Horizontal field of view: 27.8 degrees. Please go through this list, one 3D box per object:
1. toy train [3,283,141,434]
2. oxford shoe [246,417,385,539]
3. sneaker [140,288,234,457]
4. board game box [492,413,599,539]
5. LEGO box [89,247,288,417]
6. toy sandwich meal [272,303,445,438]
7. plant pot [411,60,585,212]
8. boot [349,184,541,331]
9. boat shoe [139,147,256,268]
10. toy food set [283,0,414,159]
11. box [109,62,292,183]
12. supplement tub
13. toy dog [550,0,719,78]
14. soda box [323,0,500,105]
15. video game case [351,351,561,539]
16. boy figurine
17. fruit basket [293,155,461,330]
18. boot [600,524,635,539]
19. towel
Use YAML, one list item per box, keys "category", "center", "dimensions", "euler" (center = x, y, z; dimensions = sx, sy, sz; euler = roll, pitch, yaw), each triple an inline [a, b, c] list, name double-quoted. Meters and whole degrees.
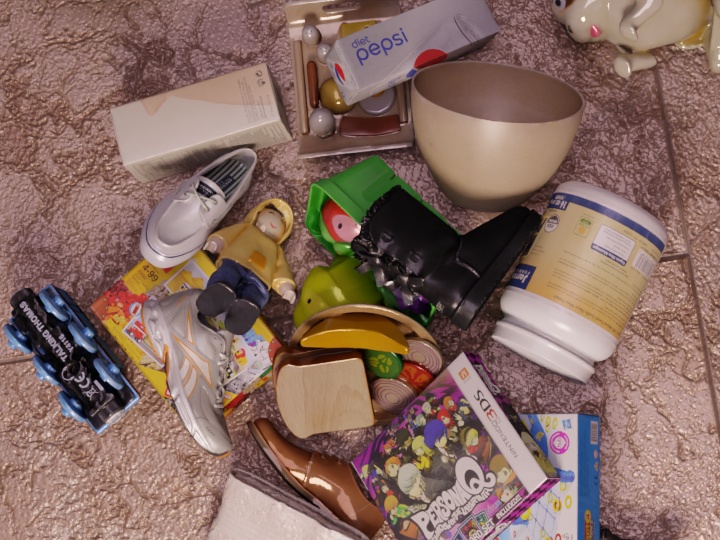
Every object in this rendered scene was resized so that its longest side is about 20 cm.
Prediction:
- category: "toy train"
  center: [-0.340, 0.102, 1.727]
  dimensions: [0.087, 0.114, 0.200]
  euler: [-42, 78, 2]
- category: "oxford shoe"
  center: [-0.051, 0.236, 1.699]
  dimensions: [0.200, 0.071, 0.071]
  euler: [44, 83, 0]
- category: "sneaker"
  center: [-0.176, 0.111, 1.650]
  dimensions: [0.092, 0.076, 0.201]
  euler: [-23, 81, -1]
- category: "board game box"
  center: [0.169, 0.261, 1.627]
  dimensions: [0.195, 0.056, 0.201]
  euler: [-6, 79, 36]
- category: "LEGO box"
  center: [-0.198, 0.074, 1.733]
  dimensions: [0.149, 0.077, 0.200]
  euler: [-42, 79, -1]
- category: "toy sandwich meal"
  center: [-0.004, 0.122, 1.659]
  dimensions: [0.204, 0.206, 0.070]
  euler: [1, 37, 7]
- category: "plant pot"
  center: [0.151, -0.146, 1.688]
  dimensions: [0.199, 0.200, 0.135]
  euler: [10, 117, 8]
- category: "boot"
  center: [0.093, -0.038, 1.616]
  dimensions: [0.162, 0.073, 0.198]
  euler: [34, 55, 8]
- category: "boat shoe"
  center: [-0.190, -0.084, 1.707]
  dimensions: [0.073, 0.067, 0.200]
  euler: [35, 46, -1]
- category: "toy food set"
  center: [-0.015, -0.237, 1.770]
  dimensions: [0.143, 0.060, 0.201]
  euler: [-6, 81, 6]
- category: "box"
  center: [-0.192, -0.177, 1.766]
  dimensions: [0.199, 0.095, 0.078]
  euler: [-15, 78, 3]
- category: "supplement tub"
  center: [0.247, 0.015, 1.656]
  dimensions: [0.144, 0.144, 0.201]
  euler: [27, 84, 10]
- category: "toy dog"
  center: [0.324, -0.325, 1.709]
  dimensions: [0.199, 0.140, 0.195]
  euler: [-3, 68, 6]
- category: "soda box"
  center: [0.061, -0.269, 1.729]
  dimensions: [0.199, 0.063, 0.068]
  euler: [-25, 86, -19]
- category: "video game case"
  center: [0.102, 0.223, 1.625]
  dimensions: [0.200, 0.036, 0.182]
  euler: [-46, 57, 22]
- category: "boy figurine"
  center: [-0.122, -0.009, 1.699]
  dimensions: [0.124, 0.200, 0.064]
  euler: [36, 129, -10]
- category: "fruit basket"
  center: [0.000, 0.000, 1.697]
  dimensions: [0.215, 0.156, 0.217]
  euler: [2, 68, -5]
- category: "boot"
  center: [0.251, 0.270, 1.648]
  dimensions: [0.199, 0.069, 0.175]
  euler: [-10, 80, 14]
- category: "towel"
  center: [-0.082, 0.325, 1.673]
  dimensions: [0.199, 0.034, 0.133]
  euler: [26, 116, 11]
